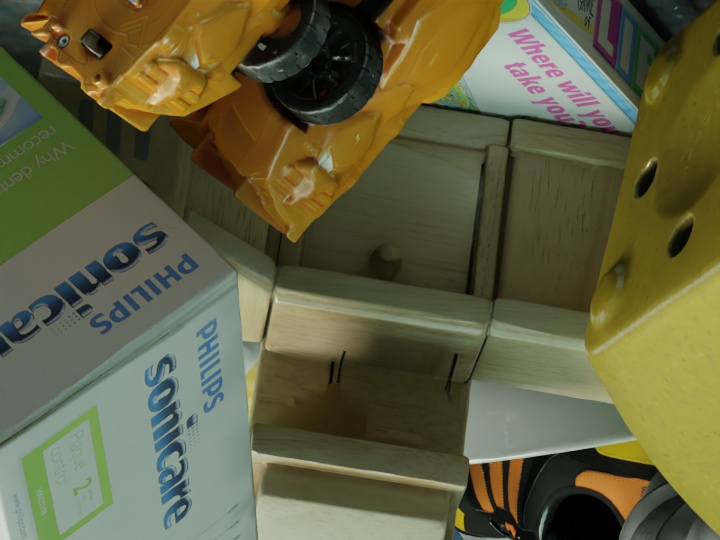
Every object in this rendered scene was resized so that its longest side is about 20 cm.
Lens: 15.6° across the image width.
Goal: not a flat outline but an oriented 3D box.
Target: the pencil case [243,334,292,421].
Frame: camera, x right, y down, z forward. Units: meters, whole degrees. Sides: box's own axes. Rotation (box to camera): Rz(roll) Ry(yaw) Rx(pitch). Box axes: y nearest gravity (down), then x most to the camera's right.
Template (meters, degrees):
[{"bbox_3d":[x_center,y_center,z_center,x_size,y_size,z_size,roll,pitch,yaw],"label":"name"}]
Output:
[{"bbox_3d":[-0.117,0.057,0.899,0.199,0.091,0.083,-11,128,-6],"label":"pencil case"}]

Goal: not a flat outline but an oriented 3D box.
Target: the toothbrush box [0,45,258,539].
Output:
[{"bbox_3d":[-0.124,0.003,0.741,0.200,0.086,0.146,42,154,25],"label":"toothbrush box"}]

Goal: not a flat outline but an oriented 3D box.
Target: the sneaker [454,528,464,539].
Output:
[{"bbox_3d":[-0.049,0.101,1.014,0.199,0.070,0.078,21,-166,-6],"label":"sneaker"}]

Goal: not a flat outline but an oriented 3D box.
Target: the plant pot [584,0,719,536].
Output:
[{"bbox_3d":[0.185,-0.002,0.798,0.200,0.196,0.194,22,153,-15],"label":"plant pot"}]

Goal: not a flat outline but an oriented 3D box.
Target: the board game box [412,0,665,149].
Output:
[{"bbox_3d":[0.033,-0.062,0.886,0.134,0.034,0.200,-6,154,30],"label":"board game box"}]

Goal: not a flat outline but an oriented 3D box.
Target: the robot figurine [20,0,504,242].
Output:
[{"bbox_3d":[0.012,-0.110,0.656,0.058,0.200,0.145,40,-178,35],"label":"robot figurine"}]

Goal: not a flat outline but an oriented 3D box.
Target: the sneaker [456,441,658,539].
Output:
[{"bbox_3d":[0.080,0.102,1.162,0.070,0.090,0.200,18,153,-19],"label":"sneaker"}]

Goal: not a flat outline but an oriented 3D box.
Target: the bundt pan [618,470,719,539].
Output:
[{"bbox_3d":[0.178,0.081,0.993,0.076,0.202,0.202,51,144,-7],"label":"bundt pan"}]

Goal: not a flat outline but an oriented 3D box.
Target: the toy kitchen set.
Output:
[{"bbox_3d":[0.000,0.000,0.787,0.199,0.164,0.181,9,157,-3],"label":"toy kitchen set"}]

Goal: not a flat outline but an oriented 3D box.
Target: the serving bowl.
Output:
[{"bbox_3d":[0.058,0.027,0.986,0.199,0.066,0.200,-8,-177,0],"label":"serving bowl"}]
